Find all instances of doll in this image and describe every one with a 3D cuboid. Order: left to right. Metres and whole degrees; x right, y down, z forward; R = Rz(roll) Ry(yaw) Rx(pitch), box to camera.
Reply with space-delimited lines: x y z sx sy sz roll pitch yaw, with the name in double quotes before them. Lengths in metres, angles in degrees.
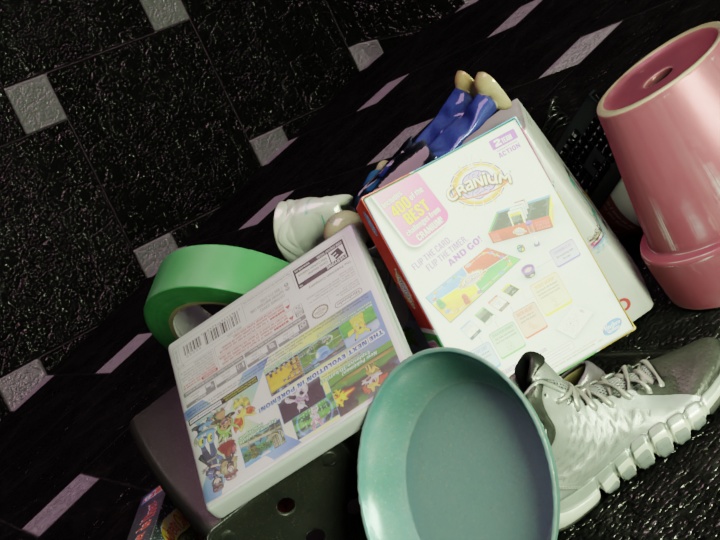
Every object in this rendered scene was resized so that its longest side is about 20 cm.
"doll" 0.043 -0.089 1.178 0.200 0.048 0.136 -48 23 -8

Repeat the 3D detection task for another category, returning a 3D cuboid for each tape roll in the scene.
"tape roll" -0.107 0.050 1.279 0.199 0.199 0.049 -23 43 48

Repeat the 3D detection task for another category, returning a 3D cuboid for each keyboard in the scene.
"keyboard" 0.189 -0.087 1.308 0.039 0.104 0.201 -20 -28 -36

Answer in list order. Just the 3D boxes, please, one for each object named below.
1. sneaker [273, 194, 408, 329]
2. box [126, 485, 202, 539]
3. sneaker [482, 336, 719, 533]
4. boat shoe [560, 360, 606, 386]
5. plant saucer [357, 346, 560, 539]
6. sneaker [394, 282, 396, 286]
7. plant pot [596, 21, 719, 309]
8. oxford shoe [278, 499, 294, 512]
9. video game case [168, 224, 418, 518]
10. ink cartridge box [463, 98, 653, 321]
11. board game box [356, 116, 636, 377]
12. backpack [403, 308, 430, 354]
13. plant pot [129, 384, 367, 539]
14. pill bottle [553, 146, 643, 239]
"sneaker" 0.000 0.000 1.267 0.079 0.200 0.071 -14 49 30
"box" -0.149 0.281 1.152 0.037 0.137 0.200 -34 14 11
"sneaker" 0.173 0.090 0.971 0.199 0.116 0.075 -40 13 -5
"boat shoe" 0.119 0.143 1.051 0.199 0.065 0.072 -36 13 11
"plant saucer" 0.074 0.155 0.953 0.036 0.203 0.199 0 -17 -41
"sneaker" 0.083 0.009 1.368 0.080 0.197 0.075 105 179 -51
"plant pot" 0.299 -0.098 1.124 0.199 0.180 0.200 -35 14 10
"oxford shoe" -0.061 0.194 1.355 0.199 0.071 0.074 -36 11 11
"video game case" -0.059 0.078 1.087 0.199 0.022 0.183 -33 45 10
"ink cartridge box" 0.148 -0.024 1.231 0.146 0.201 0.146 -35 12 13
"board game box" 0.109 -0.002 1.087 0.152 0.202 0.040 -27 -6 -12
"backpack" -0.005 0.076 1.431 0.182 0.147 0.201 -35 18 29
"plant pot" -0.059 0.182 1.153 0.199 0.200 0.178 -37 27 3
"pill bottle" 0.260 -0.089 1.342 0.112 0.113 0.199 -46 15 -32
